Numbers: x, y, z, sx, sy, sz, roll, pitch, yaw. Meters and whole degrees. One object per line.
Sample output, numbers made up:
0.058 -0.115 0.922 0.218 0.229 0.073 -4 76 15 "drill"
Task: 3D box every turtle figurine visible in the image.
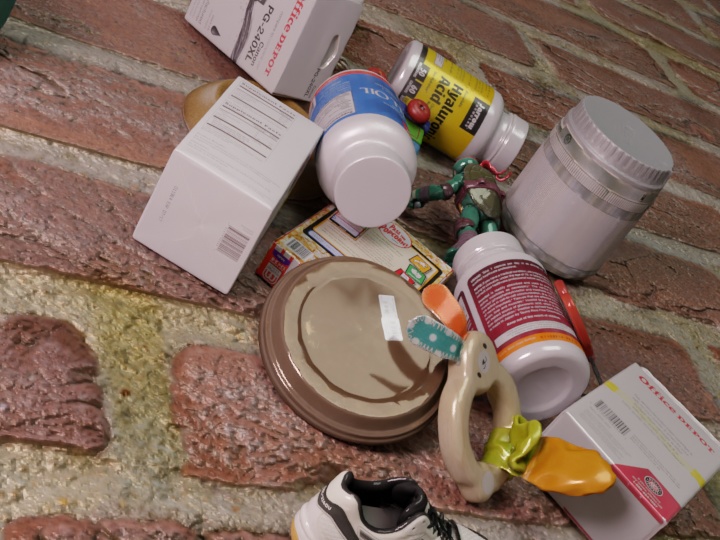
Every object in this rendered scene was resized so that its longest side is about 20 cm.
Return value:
0.129 -0.075 1.421 0.148 0.101 0.202 19 40 -26 "turtle figurine"

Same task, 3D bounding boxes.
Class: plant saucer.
0.000 0.067 1.099 0.197 0.030 0.203 12 53 -16 "plant saucer"
-0.111 -0.165 1.357 0.198 0.036 0.202 25 32 -17 "plant saucer"

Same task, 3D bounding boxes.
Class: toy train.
-0.009 -0.195 1.449 0.198 0.085 0.117 33 44 -18 "toy train"

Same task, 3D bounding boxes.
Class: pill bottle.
0.003 -0.132 1.266 0.111 0.113 0.201 22 27 -20 "pill bottle"
0.166 0.055 1.259 0.112 0.114 0.202 16 37 -29 "pill bottle"
0.127 -0.218 1.589 0.198 0.112 0.112 29 31 -10 "pill bottle"

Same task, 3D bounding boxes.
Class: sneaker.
0.044 0.217 0.948 0.198 0.088 0.076 17 33 -31 "sneaker"

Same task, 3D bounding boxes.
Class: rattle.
0.135 0.112 1.060 0.129 0.204 0.142 -19 15 -35 "rattle"

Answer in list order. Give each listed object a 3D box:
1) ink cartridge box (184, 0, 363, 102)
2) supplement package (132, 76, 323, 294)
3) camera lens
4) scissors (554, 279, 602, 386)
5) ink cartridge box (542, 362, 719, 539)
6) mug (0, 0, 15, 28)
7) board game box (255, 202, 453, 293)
-0.108 -0.322 1.426 0.083 0.147 0.200 2 33 -50 "ink cartridge box"
-0.127 -0.091 1.165 0.109 0.114 0.201 31 32 -4 "supplement package"
0.288 -0.102 1.505 0.158 0.201 0.161 24 32 -17 "camera lens"
0.252 0.093 1.280 0.074 0.014 0.202 -108 172 -58 "scissors"
0.279 0.197 1.209 0.145 0.084 0.199 47 33 18 "ink cartridge box"
-0.421 -0.308 1.168 0.150 0.115 0.187 18 35 -26 "mug"
0.000 0.000 1.234 0.151 0.047 0.200 40 31 7 "board game box"
